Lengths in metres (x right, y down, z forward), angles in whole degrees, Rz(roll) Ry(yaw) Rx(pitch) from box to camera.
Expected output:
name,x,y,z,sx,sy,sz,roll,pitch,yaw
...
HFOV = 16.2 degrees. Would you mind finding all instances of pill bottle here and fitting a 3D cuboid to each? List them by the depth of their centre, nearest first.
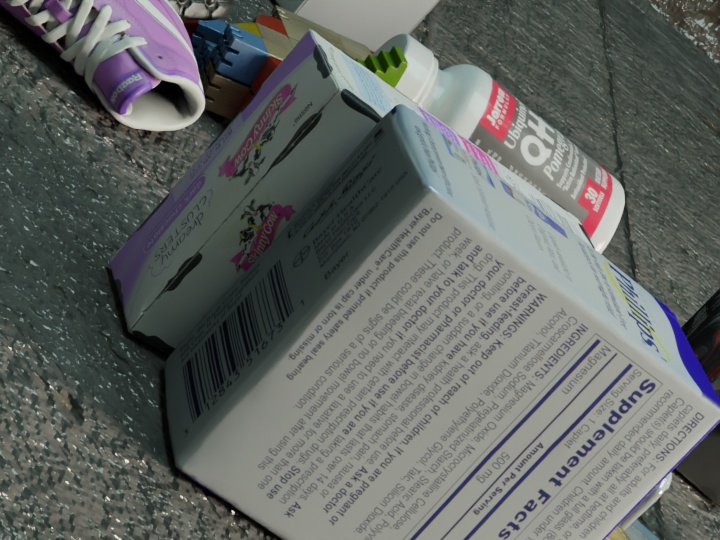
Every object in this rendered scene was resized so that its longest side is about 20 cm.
name,x,y,z,sx,sy,sz,roll,pitch,yaw
pill bottle,0.081,-0.076,1.788,0.200,0.111,0.111,37,17,-19

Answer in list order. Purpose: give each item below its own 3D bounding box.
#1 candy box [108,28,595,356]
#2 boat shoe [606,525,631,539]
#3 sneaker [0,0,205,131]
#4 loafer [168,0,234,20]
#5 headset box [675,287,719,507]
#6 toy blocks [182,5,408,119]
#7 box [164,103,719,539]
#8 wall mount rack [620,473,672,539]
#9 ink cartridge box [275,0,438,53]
name,x,y,z,sx,sy,sz,roll,pitch,yaw
candy box,0.000,0.000,1.305,0.200,0.168,0.072,33,18,-30
boat shoe,0.096,0.096,1.475,0.201,0.063,0.073,51,18,26
sneaker,-0.164,-0.151,1.478,0.200,0.073,0.114,30,24,-39
loafer,-0.165,-0.197,1.592,0.200,0.068,0.070,6,15,-44
headset box,0.281,0.072,1.818,0.075,0.149,0.200,40,15,-7
toy blocks,-0.049,-0.119,1.657,0.136,0.100,0.200,22,23,-25
box,0.038,0.057,1.226,0.200,0.184,0.105,37,16,-22
wall mount rack,0.214,0.160,1.573,0.200,0.075,0.174,43,15,-5
ink cartridge box,-0.044,-0.279,2.052,0.146,0.083,0.200,17,31,-56
